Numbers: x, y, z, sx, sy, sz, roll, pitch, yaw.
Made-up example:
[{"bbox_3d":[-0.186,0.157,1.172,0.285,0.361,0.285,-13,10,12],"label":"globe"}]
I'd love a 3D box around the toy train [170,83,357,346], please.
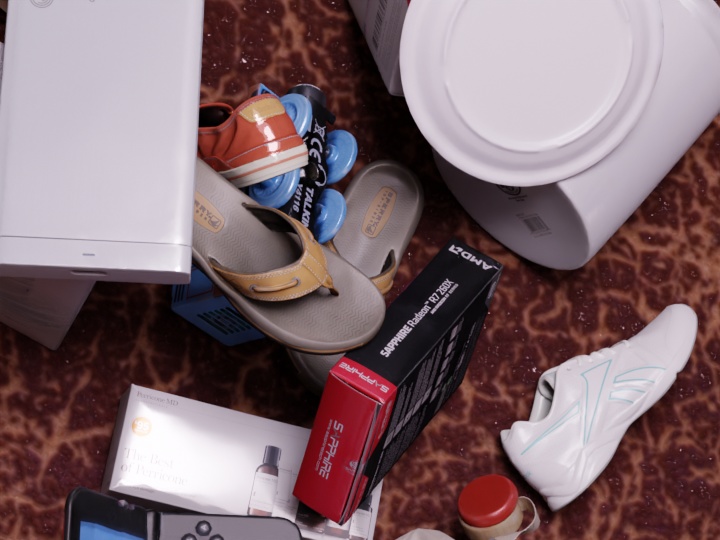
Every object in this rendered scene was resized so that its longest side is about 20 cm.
[{"bbox_3d":[-0.072,-0.044,1.699,0.087,0.114,0.202,36,51,-43],"label":"toy train"}]

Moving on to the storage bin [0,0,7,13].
[{"bbox_3d":[-0.210,-0.261,1.740,0.200,0.094,0.199,40,67,-2],"label":"storage bin"}]

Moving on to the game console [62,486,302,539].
[{"bbox_3d":[-0.120,0.257,1.554,0.171,0.119,0.202,3,75,-6],"label":"game console"}]

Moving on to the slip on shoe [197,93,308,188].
[{"bbox_3d":[-0.104,-0.088,1.619,0.074,0.199,0.062,-21,97,-30],"label":"slip on shoe"}]

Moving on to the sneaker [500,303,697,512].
[{"bbox_3d":[0.187,0.089,1.761,0.080,0.070,0.200,42,67,2],"label":"sneaker"}]

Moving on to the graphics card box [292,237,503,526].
[{"bbox_3d":[0.028,0.077,1.646,0.051,0.126,0.200,28,41,15],"label":"graphics card box"}]

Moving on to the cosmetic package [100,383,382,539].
[{"bbox_3d":[-0.084,0.149,1.671,0.198,0.051,0.083,14,69,-12],"label":"cosmetic package"}]

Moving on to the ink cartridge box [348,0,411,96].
[{"bbox_3d":[0.054,-0.235,1.730,0.085,0.149,0.200,6,29,-14],"label":"ink cartridge box"}]

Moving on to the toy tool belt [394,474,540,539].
[{"bbox_3d":[0.057,0.255,1.660,0.200,0.124,0.123,-43,131,-22],"label":"toy tool belt"}]

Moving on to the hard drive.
[{"bbox_3d":[-0.172,-0.092,1.502,0.131,0.027,0.202,3,70,-3],"label":"hard drive"}]

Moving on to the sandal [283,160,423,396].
[{"bbox_3d":[0.000,0.000,1.732,0.081,0.055,0.201,29,67,-6],"label":"sandal"}]

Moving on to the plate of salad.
[{"bbox_3d":[0.121,-0.160,1.636,0.198,0.048,0.202,-4,108,-13],"label":"plate of salad"}]

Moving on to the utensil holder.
[{"bbox_3d":[0.174,-0.126,1.772,0.170,0.170,0.200,43,69,0],"label":"utensil holder"}]

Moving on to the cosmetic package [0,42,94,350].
[{"bbox_3d":[-0.261,-0.062,1.603,0.198,0.200,0.124,28,67,-6],"label":"cosmetic package"}]

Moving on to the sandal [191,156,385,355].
[{"bbox_3d":[-0.063,-0.015,1.535,0.200,0.054,0.082,41,59,-14],"label":"sandal"}]
